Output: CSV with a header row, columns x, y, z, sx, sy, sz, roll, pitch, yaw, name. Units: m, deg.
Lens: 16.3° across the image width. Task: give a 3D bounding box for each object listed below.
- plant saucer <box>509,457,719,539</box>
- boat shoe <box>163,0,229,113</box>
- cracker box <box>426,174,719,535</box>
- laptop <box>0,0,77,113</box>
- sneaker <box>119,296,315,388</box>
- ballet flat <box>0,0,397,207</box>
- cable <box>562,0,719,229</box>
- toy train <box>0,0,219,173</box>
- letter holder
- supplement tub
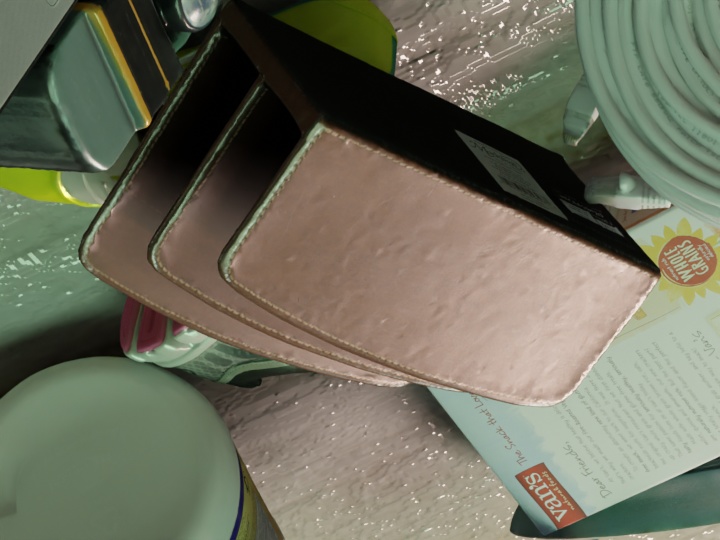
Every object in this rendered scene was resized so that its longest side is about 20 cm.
x,y,z,sx,sy,sz,roll,pitch,yaw,name
0.177,0.114,1.364,0.199,0.028,0.200,-10,-179,0,plant saucer
-0.106,-0.098,1.045,0.201,0.086,0.075,-24,141,11,boat shoe
0.137,0.033,1.248,0.199,0.058,0.134,-28,112,26,cracker box
-0.104,-0.188,0.827,0.115,0.188,0.200,-8,130,40,laptop
-0.020,-0.002,1.203,0.199,0.074,0.087,-32,138,28,sneaker
-0.076,-0.064,1.112,0.199,0.067,0.067,-20,144,7,ballet flat
0.186,-0.111,1.042,0.199,0.201,0.069,11,180,17,cable
-0.153,-0.095,0.967,0.199,0.114,0.086,6,137,27,toy train
0.000,0.000,1.066,0.199,0.101,0.143,23,110,-38,letter holder
-0.113,0.147,1.283,0.144,0.146,0.200,-16,150,2,supplement tub
